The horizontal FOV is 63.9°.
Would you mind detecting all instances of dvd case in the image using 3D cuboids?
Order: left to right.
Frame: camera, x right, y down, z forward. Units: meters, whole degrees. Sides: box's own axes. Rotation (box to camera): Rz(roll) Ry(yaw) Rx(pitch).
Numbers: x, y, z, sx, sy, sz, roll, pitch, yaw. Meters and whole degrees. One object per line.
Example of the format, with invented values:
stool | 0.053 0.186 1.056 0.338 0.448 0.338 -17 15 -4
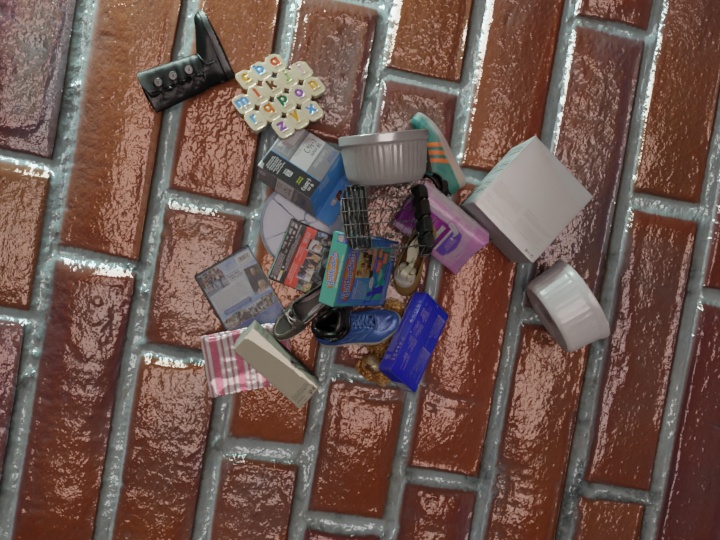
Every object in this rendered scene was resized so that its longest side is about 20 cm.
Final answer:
dvd case | -0.271 0.064 1.327 0.142 0.018 0.202 -30 95 -3
dvd case | -0.093 -0.014 1.309 0.198 0.022 0.147 21 100 -15

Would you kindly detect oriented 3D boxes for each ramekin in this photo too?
ramekin | 0.053 -0.245 1.260 0.197 0.200 0.107 -6 102 -5
ramekin | 0.462 0.086 1.307 0.097 0.200 0.202 -30 94 4

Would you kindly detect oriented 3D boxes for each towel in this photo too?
towel | -0.256 0.204 1.315 0.197 0.030 0.148 -9 100 -7

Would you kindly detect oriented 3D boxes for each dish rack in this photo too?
dish rack | 0.055 -0.105 1.186 0.197 0.055 0.156 -3 75 -14

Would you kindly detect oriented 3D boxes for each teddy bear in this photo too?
teddy bear | 0.063 0.166 1.336 0.200 0.067 0.145 -43 93 -3

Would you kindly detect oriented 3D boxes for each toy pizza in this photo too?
toy pizza | -0.132 -0.103 1.326 0.197 0.032 0.203 0 93 -8

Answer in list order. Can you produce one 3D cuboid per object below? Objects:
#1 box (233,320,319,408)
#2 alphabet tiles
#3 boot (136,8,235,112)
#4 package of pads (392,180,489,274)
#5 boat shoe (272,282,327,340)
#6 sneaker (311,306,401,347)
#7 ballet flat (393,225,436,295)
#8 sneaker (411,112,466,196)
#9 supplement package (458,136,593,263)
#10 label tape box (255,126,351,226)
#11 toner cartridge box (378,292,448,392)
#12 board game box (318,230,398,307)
box | -0.184 0.206 1.273 0.200 0.082 0.068 44 90 -11
alphabet tiles | -0.180 -0.388 1.286 0.199 0.015 0.196 -35 78 -16
boot | -0.401 -0.462 1.278 0.198 0.066 0.167 -24 92 1
package of pads | 0.184 -0.097 1.311 0.199 0.076 0.121 38 124 -4
boat shoe | -0.119 0.079 1.278 0.199 0.057 0.067 -36 65 -1
sneaker | -0.011 0.119 1.273 0.197 0.111 0.078 -9 68 8
ballet flat | 0.110 -0.019 1.294 0.068 0.063 0.202 27 122 16
sneaker | 0.162 -0.262 1.327 0.079 0.071 0.201 -33 96 -7
supplement package | 0.367 -0.155 1.310 0.191 0.147 0.200 44 88 -5
label tape box | -0.110 -0.216 1.279 0.199 0.063 0.145 32 65 -3
toner cartridge box | 0.121 0.158 1.286 0.095 0.043 0.201 45 61 -32
board game box | 0.000 0.000 1.261 0.045 0.199 0.154 18 98 33
